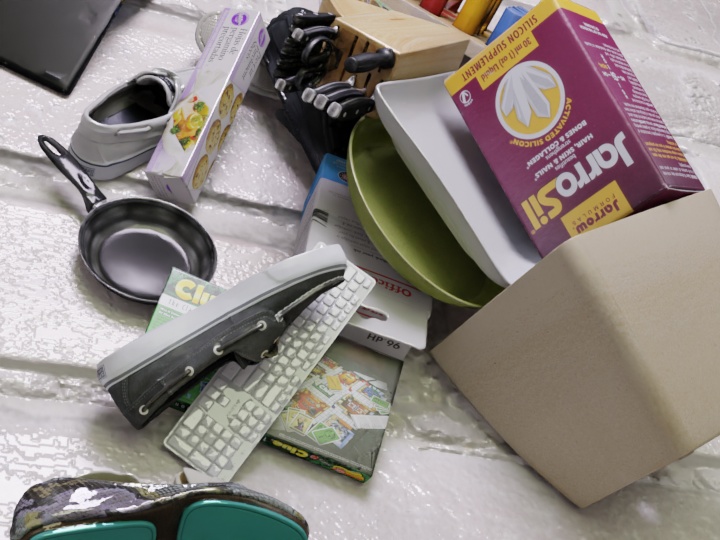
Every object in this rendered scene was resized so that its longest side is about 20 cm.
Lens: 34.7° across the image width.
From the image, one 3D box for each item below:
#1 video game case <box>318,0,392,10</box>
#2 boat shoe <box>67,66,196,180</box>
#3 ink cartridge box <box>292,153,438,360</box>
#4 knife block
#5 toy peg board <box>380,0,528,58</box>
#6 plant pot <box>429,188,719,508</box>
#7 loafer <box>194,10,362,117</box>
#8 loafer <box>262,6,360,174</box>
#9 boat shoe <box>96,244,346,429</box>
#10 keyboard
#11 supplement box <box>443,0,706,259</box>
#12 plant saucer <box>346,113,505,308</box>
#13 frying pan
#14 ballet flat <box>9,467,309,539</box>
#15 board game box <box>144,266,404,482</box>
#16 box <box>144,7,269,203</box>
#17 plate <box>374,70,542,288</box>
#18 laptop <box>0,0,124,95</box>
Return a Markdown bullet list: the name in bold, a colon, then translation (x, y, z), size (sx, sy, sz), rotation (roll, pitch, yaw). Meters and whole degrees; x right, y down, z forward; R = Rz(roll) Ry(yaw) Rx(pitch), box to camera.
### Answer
- **video game case**: translation (0.031, -0.206, 1.169), size (0.200, 0.018, 0.144), rotation (27, 51, -44)
- **boat shoe**: translation (-0.184, -0.149, 1.051), size (0.073, 0.066, 0.200), rotation (33, 41, 7)
- **ink cartridge box**: translation (0.000, 0.000, 0.994), size (0.115, 0.068, 0.201), rotation (20, 41, -9)
- **knife block**: translation (0.020, -0.171, 0.995), size (0.199, 0.064, 0.176), rotation (12, 29, -23)
- **toy peg board**: translation (0.121, -0.311, 1.304), size (0.198, 0.098, 0.200), rotation (31, 19, 4)
- **plant pot**: translation (0.216, 0.075, 0.948), size (0.199, 0.200, 0.178), rotation (-18, 72, -39)
- **loafer**: translation (-0.075, -0.200, 1.177), size (0.199, 0.063, 0.072), rotation (21, 83, -6)
- **loafer**: translation (-0.046, -0.153, 1.111), size (0.068, 0.070, 0.202), rotation (-7, 76, -54)
- **boat shoe**: translation (-0.092, 0.047, 0.839), size (0.199, 0.069, 0.057), rotation (-28, 84, -11)
- **keyboard**: translation (-0.065, 0.067, 0.868), size (0.056, 0.011, 0.200), rotation (37, 68, -1)
- **supplement box**: translation (0.183, -0.117, 1.004), size (0.103, 0.131, 0.201), rotation (-2, 60, -56)
- **plant saucer**: translation (0.058, -0.047, 0.991), size (0.199, 0.031, 0.201), rotation (31, 38, -27)
- **frying pan**: translation (-0.207, -0.031, 0.943), size (0.189, 0.031, 0.115), rotation (26, 43, 1)
- **ballet flat**: translation (-0.131, 0.160, 0.765), size (0.199, 0.072, 0.072), rotation (5, 45, -26)
- **board game box**: translation (-0.071, 0.080, 0.890), size (0.199, 0.023, 0.105), rotation (23, 60, -6)
- **box**: translation (-0.136, -0.152, 1.044), size (0.038, 0.042, 0.201), rotation (10, 59, 17)
- **plate**: translation (0.100, -0.081, 1.009), size (0.201, 0.032, 0.199), rotation (56, 29, 5)
- **laptop**: translation (-0.325, -0.270, 1.143), size (0.186, 0.116, 0.201), rotation (25, 70, -2)
